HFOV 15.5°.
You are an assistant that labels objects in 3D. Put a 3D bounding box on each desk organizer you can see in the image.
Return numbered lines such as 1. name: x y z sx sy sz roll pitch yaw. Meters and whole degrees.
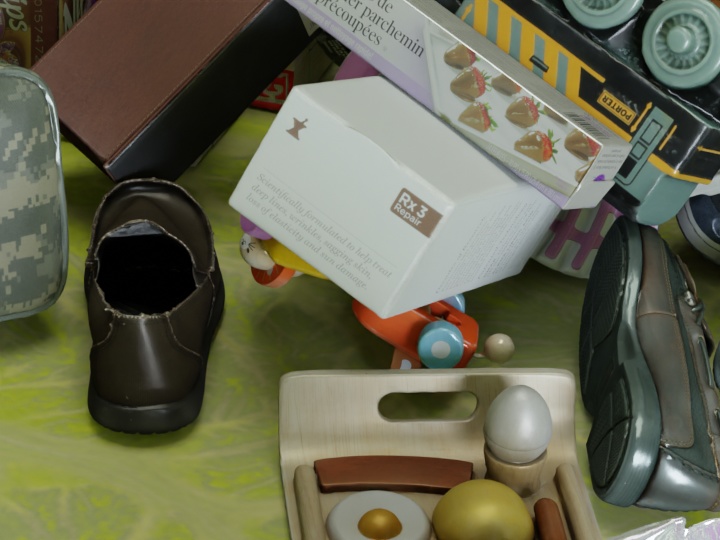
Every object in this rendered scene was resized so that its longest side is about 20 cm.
1. desk organizer: -0.083 -0.136 1.432 0.200 0.072 0.077 -46 69 -6

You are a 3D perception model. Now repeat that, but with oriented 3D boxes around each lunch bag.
1. lunch bag: -0.266 -0.045 1.328 0.200 0.140 0.168 -12 18 -26

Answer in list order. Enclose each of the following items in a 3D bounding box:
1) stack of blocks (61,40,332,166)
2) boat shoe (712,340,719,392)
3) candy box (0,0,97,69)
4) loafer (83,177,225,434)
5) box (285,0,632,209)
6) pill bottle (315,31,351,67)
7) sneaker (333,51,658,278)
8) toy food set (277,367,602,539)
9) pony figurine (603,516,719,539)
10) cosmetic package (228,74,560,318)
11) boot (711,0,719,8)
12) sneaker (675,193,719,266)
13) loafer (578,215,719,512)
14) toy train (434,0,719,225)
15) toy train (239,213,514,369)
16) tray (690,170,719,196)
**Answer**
1. stack of blocks: -0.088 -0.135 1.564 0.115 0.059 0.200 13 32 14
2. boat shoe: 0.237 0.022 1.356 0.200 0.073 0.062 -36 5 -39
3. candy box: -0.187 -0.181 1.575 0.056 0.117 0.200 5 30 1
4. loafer: -0.101 0.002 1.318 0.073 0.071 0.200 0 31 -7
5. box: 0.045 -0.101 1.314 0.200 0.039 0.041 38 18 21
6. pill bottle: 0.064 -0.168 1.487 0.106 0.106 0.200 -22 11 -36
7. sneaker: 0.081 -0.061 1.447 0.200 0.081 0.088 31 1 20
8. toy food set: 0.042 0.107 1.168 0.143 0.061 0.200 0 30 -7
9. pony figurine: 0.064 0.188 0.973 0.193 0.167 0.200 -9 48 -7
10. cosmetic package: 0.027 -0.042 1.309 0.102 0.074 0.200 37 20 16
11. boot: 0.181 -0.121 1.471 0.154 0.074 0.200 -26 12 -14
12. sneaker: 0.269 -0.079 1.417 0.202 0.146 0.077 -19 63 -32
13. loafer: 0.145 0.050 1.284 0.063 0.072 0.200 17 35 -9
14. toy train: 0.114 -0.113 1.336 0.200 0.114 0.085 39 13 20
15. toy train: 0.000 0.000 1.360 0.150 0.056 0.200 28 18 -10
16. tray: 0.236 -0.104 1.394 0.107 0.022 0.200 -18 26 53
